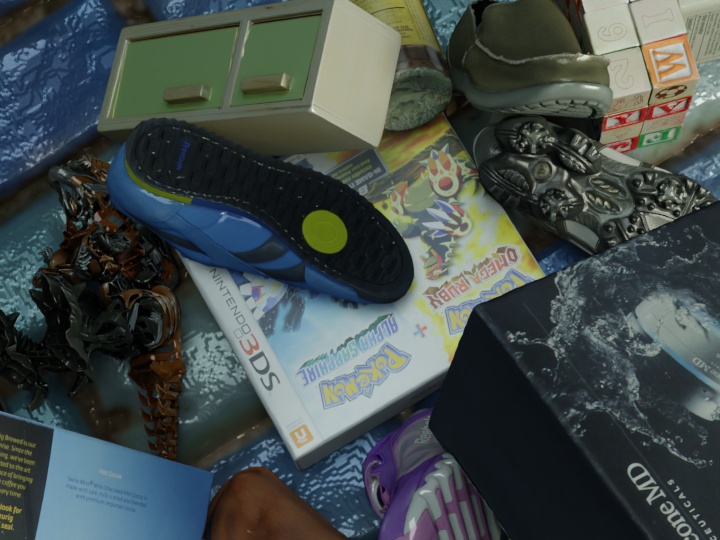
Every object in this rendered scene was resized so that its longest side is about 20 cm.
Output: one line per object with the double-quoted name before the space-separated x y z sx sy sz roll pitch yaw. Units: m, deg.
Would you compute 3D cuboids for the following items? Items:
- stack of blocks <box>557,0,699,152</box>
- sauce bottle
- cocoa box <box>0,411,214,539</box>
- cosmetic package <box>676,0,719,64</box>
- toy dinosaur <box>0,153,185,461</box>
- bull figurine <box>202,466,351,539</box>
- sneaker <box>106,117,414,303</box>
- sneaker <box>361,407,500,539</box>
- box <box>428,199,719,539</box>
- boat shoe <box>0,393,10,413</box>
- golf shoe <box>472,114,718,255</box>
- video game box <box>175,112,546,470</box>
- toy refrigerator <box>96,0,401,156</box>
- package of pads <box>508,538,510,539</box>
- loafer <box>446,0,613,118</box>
"stack of blocks" 0.158 -0.188 1.073 0.058 0.115 0.201 -13 75 1
"sauce bottle" 0.005 -0.182 1.091 0.064 0.065 0.201 -18 54 0
"cocoa box" -0.203 0.156 0.956 0.133 0.200 0.132 0 74 37
"cosmetic package" 0.288 -0.199 1.071 0.199 0.104 0.073 -13 75 0
"toy dinosaur" -0.156 0.027 1.054 0.200 0.135 0.102 54 130 16
"bull figurine" -0.031 0.199 0.991 0.200 0.065 0.122 34 84 40
"sneaker" -0.064 -0.027 1.041 0.199 0.079 0.066 24 56 -6
"sneaker" 0.038 0.131 0.981 0.088 0.200 0.081 -5 105 19
"box" 0.175 0.088 0.853 0.199 0.118 0.197 -22 60 -26
"boat shoe" -0.269 0.045 1.074 0.060 0.072 0.203 -20 81 -2
"golf shoe" 0.159 -0.043 1.060 0.200 0.094 0.078 32 94 -14
"video game box" 0.000 0.000 1.075 0.199 0.047 0.183 -31 77 -3
"toy refrigerator" -0.076 -0.118 1.044 0.199 0.070 0.076 1 73 43
"package of pads" 0.166 0.178 0.975 0.154 0.068 0.201 33 104 13
"loafer" 0.096 -0.135 1.021 0.075 0.200 0.070 2 101 -19
